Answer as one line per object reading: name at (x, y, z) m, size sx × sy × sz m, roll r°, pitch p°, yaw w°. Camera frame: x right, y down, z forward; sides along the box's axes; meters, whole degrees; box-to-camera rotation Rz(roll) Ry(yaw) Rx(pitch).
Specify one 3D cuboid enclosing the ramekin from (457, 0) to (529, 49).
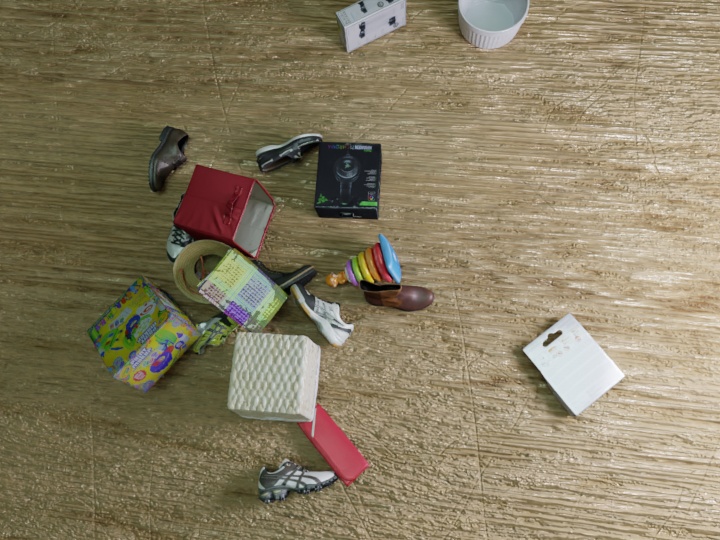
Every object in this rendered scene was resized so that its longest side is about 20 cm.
ramekin at (0.375, -0.738, 1.578) m, size 0.197 × 0.105 × 0.203 m, roll -1°, pitch 78°, yaw 4°

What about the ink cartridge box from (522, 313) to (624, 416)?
ink cartridge box at (0.528, 0.235, 1.380) m, size 0.159 × 0.047 × 0.201 m, roll -36°, pitch 72°, yaw -4°

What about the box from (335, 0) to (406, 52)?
box at (0.032, -0.730, 1.596) m, size 0.198 × 0.117 × 0.061 m, roll -28°, pitch 77°, yaw -2°

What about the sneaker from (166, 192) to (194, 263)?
sneaker at (-0.492, -0.120, 1.503) m, size 0.075 × 0.088 × 0.202 m, roll 12°, pitch 80°, yaw 5°

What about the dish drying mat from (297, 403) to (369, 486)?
dish drying mat at (-0.070, 0.433, 1.372) m, size 0.077 × 0.018 × 0.200 m, roll -39°, pitch 69°, yaw -15°

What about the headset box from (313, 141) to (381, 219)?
headset box at (-0.032, -0.237, 1.500) m, size 0.172 × 0.093 × 0.203 m, roll 3°, pitch 78°, yaw 6°

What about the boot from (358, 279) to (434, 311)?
boot at (0.095, 0.049, 1.370) m, size 0.186 × 0.200 × 0.069 m, roll 9°, pitch 78°, yaw 6°

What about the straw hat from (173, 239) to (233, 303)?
straw hat at (-0.395, -0.014, 1.473) m, size 0.198 × 0.085 × 0.203 m, roll 0°, pitch 119°, yaw 0°

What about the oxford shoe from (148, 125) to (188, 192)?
oxford shoe at (-0.544, -0.314, 1.567) m, size 0.083 × 0.073 × 0.202 m, roll 15°, pitch 79°, yaw 6°

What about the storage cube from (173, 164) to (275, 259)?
storage cube at (-0.354, -0.153, 1.455) m, size 0.178 × 0.200 × 0.173 m, roll 15°, pitch 79°, yaw 14°

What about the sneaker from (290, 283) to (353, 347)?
sneaker at (-0.099, 0.102, 1.435) m, size 0.088 × 0.076 × 0.200 m, roll -41°, pitch 96°, yaw -12°

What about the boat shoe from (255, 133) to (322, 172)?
boat shoe at (-0.197, -0.329, 1.544) m, size 0.198 × 0.074 × 0.061 m, roll -15°, pitch 76°, yaw 4°

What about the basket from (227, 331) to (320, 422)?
basket at (-0.212, 0.264, 1.357) m, size 0.196 × 0.161 × 0.202 m, roll 2°, pitch 73°, yaw 7°

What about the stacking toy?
stacking toy at (0.000, 0.000, 1.449) m, size 0.198 × 0.110 × 0.117 m, roll -21°, pitch 61°, yaw 10°

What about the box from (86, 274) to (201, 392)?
box at (-0.551, 0.159, 1.400) m, size 0.200 × 0.122 × 0.192 m, roll -46°, pitch 53°, yaw -6°

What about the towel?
towel at (-0.298, 0.053, 1.398) m, size 0.199 × 0.023 × 0.144 m, roll 39°, pitch 84°, yaw -6°

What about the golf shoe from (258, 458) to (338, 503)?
golf shoe at (-0.154, 0.503, 1.349) m, size 0.198 × 0.078 × 0.095 m, roll -9°, pitch 61°, yaw -10°

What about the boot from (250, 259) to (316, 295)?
boot at (-0.231, 0.005, 1.472) m, size 0.199 × 0.078 × 0.139 m, roll -30°, pitch 72°, yaw -4°

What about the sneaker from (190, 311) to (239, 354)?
sneaker at (-0.365, 0.154, 1.450) m, size 0.198 × 0.075 × 0.077 m, roll -26°, pitch 85°, yaw 11°
